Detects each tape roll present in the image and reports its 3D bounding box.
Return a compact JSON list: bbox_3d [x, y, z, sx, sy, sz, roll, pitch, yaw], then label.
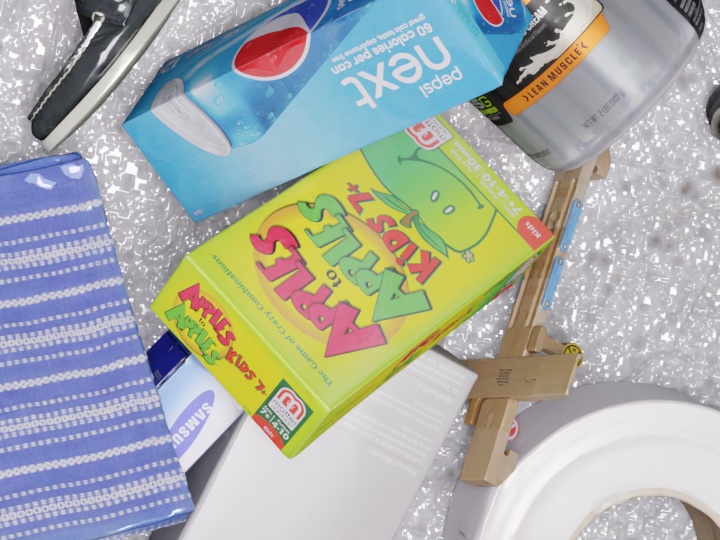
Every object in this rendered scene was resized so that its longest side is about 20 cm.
[{"bbox_3d":[0.146,0.163,1.361,0.201,0.071,0.203,-1,97,-11],"label":"tape roll"}]

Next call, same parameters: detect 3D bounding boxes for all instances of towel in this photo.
[{"bbox_3d":[-0.171,0.041,1.215,0.144,0.024,0.201,-10,68,-23],"label":"towel"}]

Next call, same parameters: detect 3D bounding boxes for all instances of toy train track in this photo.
[{"bbox_3d":[0.100,0.023,1.332,0.032,0.115,0.201,27,72,-30],"label":"toy train track"}]

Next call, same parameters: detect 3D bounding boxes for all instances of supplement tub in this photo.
[{"bbox_3d":[0.069,-0.156,1.284,0.200,0.123,0.123,42,87,-12],"label":"supplement tub"}]

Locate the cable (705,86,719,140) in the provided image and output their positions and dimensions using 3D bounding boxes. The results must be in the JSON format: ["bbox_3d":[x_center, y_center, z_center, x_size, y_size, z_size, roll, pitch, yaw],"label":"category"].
[{"bbox_3d":[0.291,-0.095,1.356,0.199,0.097,0.050,-5,55,-14],"label":"cable"}]

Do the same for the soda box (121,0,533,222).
[{"bbox_3d":[-0.018,-0.097,1.242,0.200,0.064,0.068,-23,114,33],"label":"soda box"}]

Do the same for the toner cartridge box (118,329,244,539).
[{"bbox_3d":[-0.147,0.121,1.286,0.043,0.095,0.200,45,87,-13],"label":"toner cartridge box"}]

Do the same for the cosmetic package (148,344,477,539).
[{"bbox_3d":[-0.034,0.113,1.313,0.107,0.090,0.200,29,93,-12],"label":"cosmetic package"}]

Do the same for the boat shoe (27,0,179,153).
[{"bbox_3d":[-0.118,-0.154,1.273,0.066,0.075,0.200,37,90,-8],"label":"boat shoe"}]

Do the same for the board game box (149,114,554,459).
[{"bbox_3d":[0.000,0.000,1.254,0.102,0.048,0.200,47,45,7],"label":"board game box"}]
